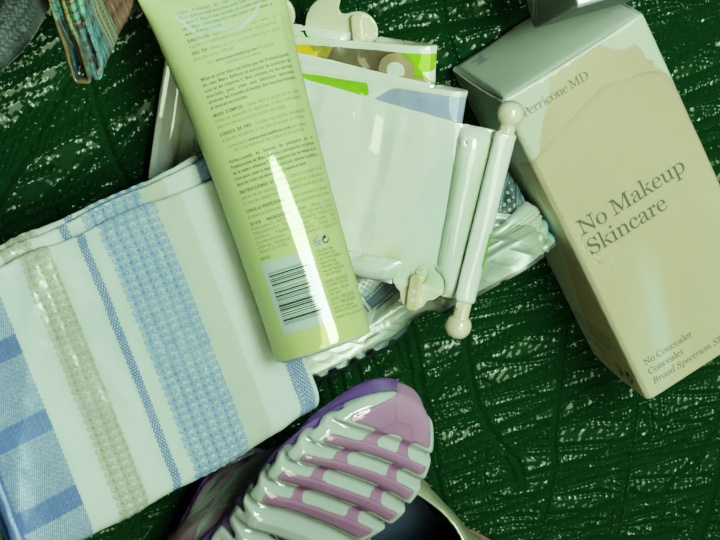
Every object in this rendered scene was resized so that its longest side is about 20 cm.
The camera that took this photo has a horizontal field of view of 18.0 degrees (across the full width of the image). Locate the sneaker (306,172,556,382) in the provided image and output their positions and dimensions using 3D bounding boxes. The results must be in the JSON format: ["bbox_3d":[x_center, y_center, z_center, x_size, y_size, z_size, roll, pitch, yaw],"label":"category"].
[{"bbox_3d":[0.000,0.000,1.217,0.199,0.078,0.087,-28,86,1],"label":"sneaker"}]

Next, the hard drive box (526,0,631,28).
[{"bbox_3d":[0.167,-0.227,1.154,0.199,0.077,0.157,-18,92,-13],"label":"hard drive box"}]

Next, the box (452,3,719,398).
[{"bbox_3d":[0.139,-0.043,1.234,0.095,0.078,0.201,-33,116,-5],"label":"box"}]

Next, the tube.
[{"bbox_3d":[-0.047,-0.057,1.133,0.052,0.058,0.201,-16,94,31],"label":"tube"}]

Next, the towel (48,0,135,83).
[{"bbox_3d":[-0.140,-0.202,1.050,0.022,0.147,0.201,-11,114,9],"label":"towel"}]

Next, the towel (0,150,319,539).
[{"bbox_3d":[-0.116,0.039,1.108,0.199,0.024,0.148,-28,99,-38],"label":"towel"}]

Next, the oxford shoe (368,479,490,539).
[{"bbox_3d":[0.045,0.175,1.281,0.071,0.074,0.200,-44,116,0],"label":"oxford shoe"}]

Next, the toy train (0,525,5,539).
[{"bbox_3d":[-0.163,0.082,1.131,0.200,0.085,0.114,-39,99,-39],"label":"toy train"}]

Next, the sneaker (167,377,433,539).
[{"bbox_3d":[-0.043,0.121,1.213,0.080,0.089,0.200,30,114,-28],"label":"sneaker"}]

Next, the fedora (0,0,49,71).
[{"bbox_3d":[-0.238,-0.110,1.060,0.199,0.201,0.092,-20,145,-11],"label":"fedora"}]

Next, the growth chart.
[{"bbox_3d":[-0.016,-0.065,1.159,0.199,0.018,0.146,21,105,7],"label":"growth chart"}]
